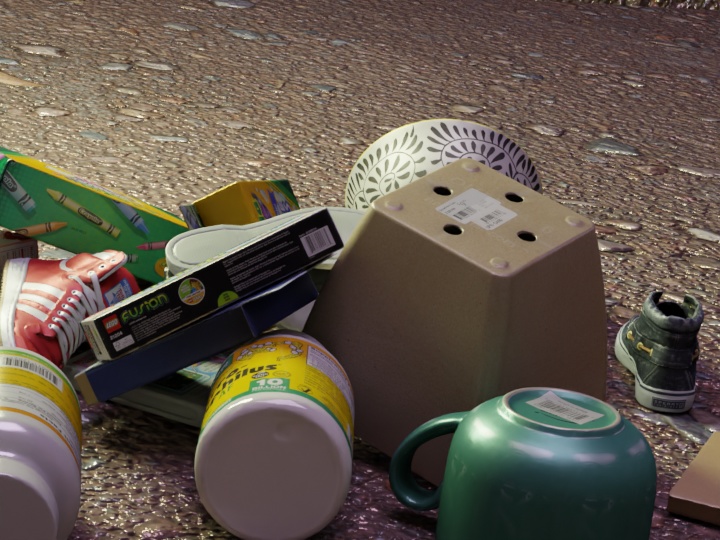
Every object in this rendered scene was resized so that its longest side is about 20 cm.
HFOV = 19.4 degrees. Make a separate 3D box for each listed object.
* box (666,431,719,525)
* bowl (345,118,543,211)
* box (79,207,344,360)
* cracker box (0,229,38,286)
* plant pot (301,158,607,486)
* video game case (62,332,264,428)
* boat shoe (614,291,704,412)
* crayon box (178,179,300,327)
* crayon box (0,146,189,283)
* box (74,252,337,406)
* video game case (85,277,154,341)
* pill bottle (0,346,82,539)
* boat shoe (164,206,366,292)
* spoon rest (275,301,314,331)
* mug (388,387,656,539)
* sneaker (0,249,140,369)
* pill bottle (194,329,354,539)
[{"bbox_3d":[0.357,0.183,1.667,0.198,0.021,0.163,14,17,19],"label":"box"},{"bbox_3d":[0.082,-0.041,2.070,0.198,0.202,0.095,7,40,-3],"label":"bowl"},{"bbox_3d":[-0.117,0.012,1.628,0.199,0.035,0.110,-26,4,-14],"label":"box"},{"bbox_3d":[-0.393,0.005,1.812,0.133,0.058,0.199,10,17,42],"label":"cracker box"},{"bbox_3d":[0.083,0.030,1.670,0.199,0.178,0.199,30,36,28],"label":"plant pot"},{"bbox_3d":[-0.126,0.085,1.776,0.180,0.024,0.200,14,18,23],"label":"video game case"},{"bbox_3d":[0.282,0.056,1.940,0.070,0.092,0.200,7,16,-2],"label":"boat shoe"},{"bbox_3d":[-0.086,-0.014,1.878,0.051,0.127,0.200,-24,-3,14],"label":"crayon box"},{"bbox_3d":[-0.244,-0.048,1.853,0.199,0.059,0.119,22,3,-26],"label":"crayon box"},{"bbox_3d":[-0.114,0.046,1.644,0.199,0.033,0.121,-24,4,27],"label":"box"},{"bbox_3d":[-0.211,0.030,1.861,0.198,0.022,0.182,0,13,2],"label":"video game case"},{"bbox_3d":[-0.240,0.134,1.398,0.110,0.112,0.200,5,17,-9],"label":"pill bottle"},{"bbox_3d":[-0.064,-0.005,1.742,0.198,0.061,0.076,-4,40,-8],"label":"boat shoe"},{"bbox_3d":[0.000,0.000,1.803,0.198,0.100,0.061,-16,-19,-29],"label":"spoon rest"},{"bbox_3d":[0.120,0.150,1.502,0.183,0.116,0.152,6,16,-8],"label":"mug"},{"bbox_3d":[-0.234,0.044,1.704,0.111,0.072,0.201,-7,31,-3],"label":"sneaker"},{"bbox_3d":[-0.060,0.113,1.550,0.111,0.114,0.200,7,17,-1],"label":"pill bottle"}]
